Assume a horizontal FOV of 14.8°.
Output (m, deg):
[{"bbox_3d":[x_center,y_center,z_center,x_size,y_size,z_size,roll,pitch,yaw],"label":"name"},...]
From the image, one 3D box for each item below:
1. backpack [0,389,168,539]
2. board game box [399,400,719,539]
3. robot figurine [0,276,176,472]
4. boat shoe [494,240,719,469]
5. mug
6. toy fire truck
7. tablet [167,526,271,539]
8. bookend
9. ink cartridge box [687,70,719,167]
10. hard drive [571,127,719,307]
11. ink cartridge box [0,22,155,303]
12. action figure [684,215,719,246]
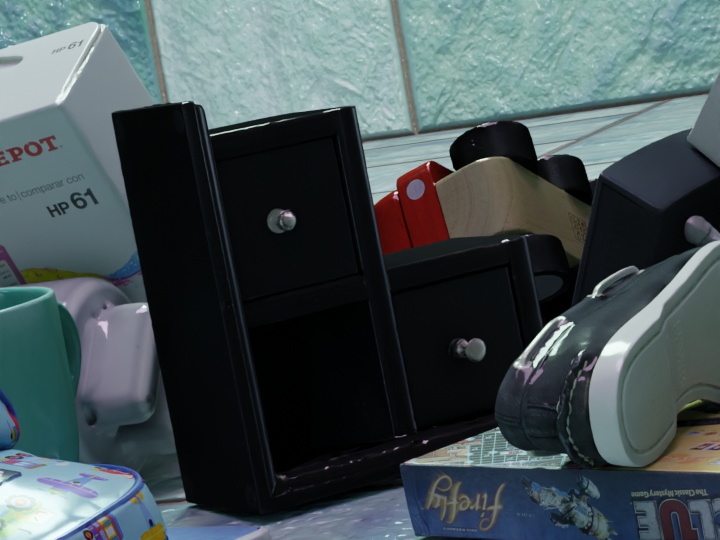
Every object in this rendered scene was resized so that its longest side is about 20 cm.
[{"bbox_3d":[-0.157,0.113,0.975,0.200,0.135,0.183,-3,10,28],"label":"backpack"},{"bbox_3d":[0.135,0.084,1.191,0.135,0.035,0.200,-16,10,-42],"label":"board game box"},{"bbox_3d":[-0.186,0.065,1.465,0.200,0.113,0.170,-7,-32,24],"label":"robot figurine"},{"bbox_3d":[0.119,0.031,1.187,0.060,0.076,0.200,0,10,27],"label":"boat shoe"},{"bbox_3d":[-0.193,0.075,1.289,0.185,0.115,0.152,-12,7,-26],"label":"mug"},{"bbox_3d":[0.045,0.002,1.584,0.200,0.129,0.176,-27,-27,24],"label":"toy fire truck"},{"bbox_3d":[-0.153,0.137,1.251,0.200,0.014,0.130,-4,9,36],"label":"tablet"},{"bbox_3d":[0.000,0.000,1.378,0.200,0.199,0.092,-13,5,-27],"label":"bookend"},{"bbox_3d":[0.293,-0.055,1.449,0.144,0.084,0.200,-17,51,-45],"label":"ink cartridge box"},{"bbox_3d":[0.171,-0.005,1.495,0.042,0.135,0.200,18,18,24],"label":"hard drive"},{"bbox_3d":[-0.162,-0.020,1.520,0.144,0.200,0.085,-15,30,27],"label":"ink cartridge box"},{"bbox_3d":[0.233,0.020,1.352,0.055,0.118,0.200,15,1,-40],"label":"action figure"}]
